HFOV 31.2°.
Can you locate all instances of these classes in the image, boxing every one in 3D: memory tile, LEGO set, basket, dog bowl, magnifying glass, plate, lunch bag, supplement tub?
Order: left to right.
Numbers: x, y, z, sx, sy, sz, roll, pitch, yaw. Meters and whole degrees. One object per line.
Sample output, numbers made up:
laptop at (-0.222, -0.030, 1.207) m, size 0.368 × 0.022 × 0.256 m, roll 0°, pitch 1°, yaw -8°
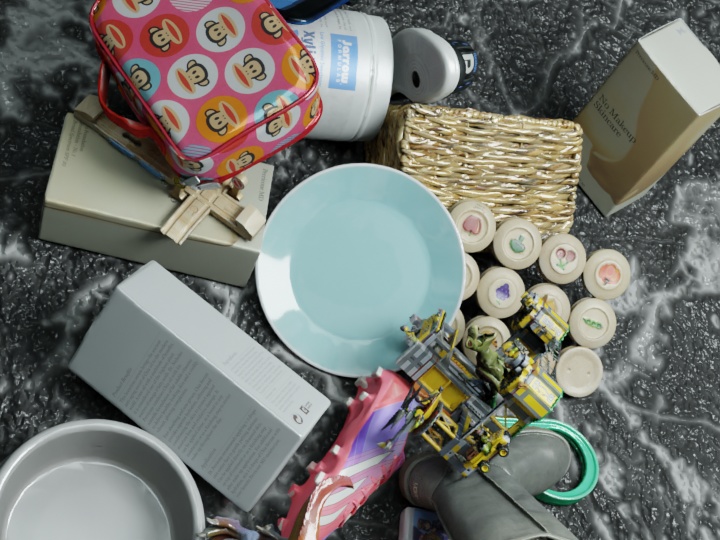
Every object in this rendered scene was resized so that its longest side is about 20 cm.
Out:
dog bowl at (-0.216, 0.212, 1.042) m, size 0.198 × 0.059 × 0.201 m, roll 9°, pitch 59°, yaw -15°
lunch bag at (-0.145, -0.177, 1.133) m, size 0.175 × 0.082 × 0.201 m, roll -31°, pitch 72°, yaw -9°
supplement tub at (-0.080, -0.199, 1.278) m, size 0.198 × 0.132 × 0.133 m, roll 2°, pitch 61°, yaw -17°
plate at (0.000, 0.000, 1.220) m, size 0.198 × 0.026 × 0.202 m, roll 0°, pitch 89°, yaw -4°
basket at (0.108, -0.092, 1.327) m, size 0.198 × 0.149 × 0.144 m, roll 4°, pitch 95°, yaw -18°
LEGO set at (0.095, 0.076, 1.123) m, size 0.116 × 0.154 × 0.200 m, roll 43°, pitch 31°, yaw -7°
magnifying glass at (0.135, 0.156, 1.223) m, size 0.199 × 0.022 × 0.080 m, roll 27°, pitch 57°, yaw -3°
memory tile at (0.159, 0.029, 1.258) m, size 0.199 × 0.017 × 0.154 m, roll 19°, pitch 90°, yaw -11°

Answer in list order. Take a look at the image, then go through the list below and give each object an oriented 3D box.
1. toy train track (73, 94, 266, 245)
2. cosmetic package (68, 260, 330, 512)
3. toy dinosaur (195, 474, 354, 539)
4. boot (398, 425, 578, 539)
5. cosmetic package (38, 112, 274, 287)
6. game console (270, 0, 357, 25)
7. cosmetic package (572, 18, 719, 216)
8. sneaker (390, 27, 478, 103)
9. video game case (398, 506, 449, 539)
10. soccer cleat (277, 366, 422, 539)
toy train track at (-0.170, -0.098, 1.160) m, size 0.199 × 0.033 × 0.115 m, roll 35°, pitch 57°, yaw 3°
cosmetic package at (-0.137, 0.097, 1.099) m, size 0.200 × 0.102 × 0.071 m, roll 39°, pitch 28°, yaw 3°
toy dinosaur at (-0.066, 0.270, 0.985) m, size 0.200 × 0.105 × 0.182 m, roll -37°, pitch 52°, yaw 4°
boot at (0.138, 0.198, 1.086) m, size 0.180 × 0.200 × 0.073 m, roll -13°, pitch 100°, yaw -19°
cosmetic package at (-0.188, -0.064, 1.199) m, size 0.198 × 0.073 × 0.104 m, roll 12°, pitch 58°, yaw -12°
game console at (-0.096, -0.330, 1.261) m, size 0.199 × 0.118 × 0.172 m, roll 20°, pitch 90°, yaw 15°
cosmetic package at (0.293, -0.155, 1.346) m, size 0.071 × 0.200 × 0.105 m, roll -28°, pitch 73°, yaw -30°
sneaker at (0.083, -0.212, 1.310) m, size 0.111 × 0.200 × 0.074 m, roll -11°, pitch 100°, yaw -23°
video game case at (0.114, 0.320, 1.123) m, size 0.181 × 0.023 × 0.201 m, roll 14°, pitch 59°, yaw -12°
soccer cleat at (-0.002, 0.176, 1.139) m, size 0.076 × 0.067 × 0.201 m, roll 39°, pitch 56°, yaw -12°
